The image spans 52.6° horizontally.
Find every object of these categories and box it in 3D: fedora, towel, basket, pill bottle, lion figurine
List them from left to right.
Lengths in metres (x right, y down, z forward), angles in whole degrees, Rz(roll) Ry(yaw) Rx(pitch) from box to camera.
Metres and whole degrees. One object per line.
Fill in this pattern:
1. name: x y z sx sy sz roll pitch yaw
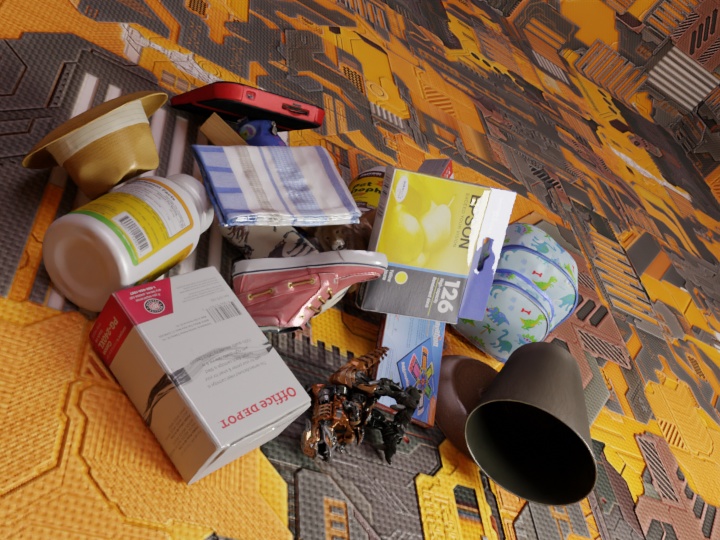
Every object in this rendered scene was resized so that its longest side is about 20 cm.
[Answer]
1. fedora: -0.298 -0.140 0.868 0.082 0.200 0.201 61 32 -9
2. pill bottle: -0.257 -0.044 0.847 0.111 0.111 0.200 41 33 0
3. towel: -0.107 -0.115 0.954 0.199 0.024 0.147 -4 52 -33
4. pill bottle: 0.019 -0.093 1.188 0.109 0.109 0.200 34 33 -10
5. lion figurine: 0.041 -0.071 1.036 0.123 0.200 0.072 52 -8 -8
6. basket: 0.243 0.194 1.003 0.180 0.136 0.200 36 29 2

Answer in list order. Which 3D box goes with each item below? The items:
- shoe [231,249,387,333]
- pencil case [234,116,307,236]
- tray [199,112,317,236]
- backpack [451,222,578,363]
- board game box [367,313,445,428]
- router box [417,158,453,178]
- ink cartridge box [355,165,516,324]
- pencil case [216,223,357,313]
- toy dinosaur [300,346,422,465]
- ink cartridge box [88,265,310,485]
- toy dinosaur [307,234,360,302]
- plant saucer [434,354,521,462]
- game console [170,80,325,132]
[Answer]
1. shoe: -0.061 0.030 0.925 0.199 0.072 0.092 -5 77 -5
2. pencil case: -0.122 -0.149 1.131 0.200 0.087 0.078 52 17 14
3. tray: -0.137 -0.134 1.040 0.200 0.037 0.099 45 1 14
4. backpack: 0.248 0.041 1.182 0.183 0.200 0.147 37 33 -7
5. board game box: 0.069 0.112 1.030 0.103 0.019 0.201 26 54 -20
6. router box: 0.113 -0.063 1.191 0.049 0.180 0.200 1 31 21
7. ink cartridge box: 0.110 -0.028 1.002 0.199 0.199 0.047 9 14 -15
8. pencil case: -0.099 -0.021 1.008 0.200 0.078 0.089 43 61 5
9. toy dinosaur: 0.000 0.157 0.896 0.135 0.102 0.201 24 59 8
10. ink cartridge box: -0.171 0.107 0.785 0.200 0.083 0.145 52 34 15
11. toy dinosaur: 0.000 0.000 1.080 0.199 0.047 0.088 30 72 -9
12. plant saucer: 0.183 0.200 1.082 0.200 0.037 0.201 28 35 -21
13. game console: -0.174 -0.255 1.151 0.199 0.031 0.176 8 1 -41
